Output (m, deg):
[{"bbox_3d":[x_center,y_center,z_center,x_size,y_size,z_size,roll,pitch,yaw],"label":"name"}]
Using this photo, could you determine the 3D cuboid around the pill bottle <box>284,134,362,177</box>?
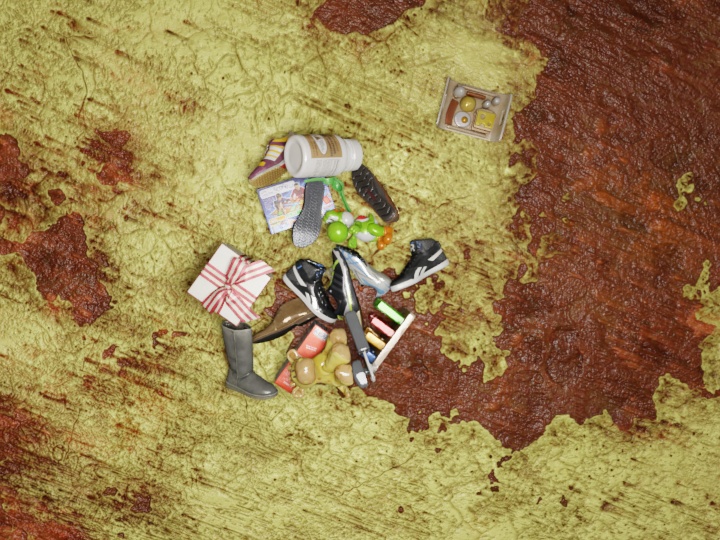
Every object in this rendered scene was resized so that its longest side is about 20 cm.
[{"bbox_3d":[-0.098,-0.316,1.604,0.200,0.114,0.115,-10,94,-36],"label":"pill bottle"}]

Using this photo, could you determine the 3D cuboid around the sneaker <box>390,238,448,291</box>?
[{"bbox_3d":[0.150,-0.025,1.680,0.200,0.073,0.112,-27,91,-23],"label":"sneaker"}]

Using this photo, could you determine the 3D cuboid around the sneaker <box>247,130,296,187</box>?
[{"bbox_3d":[-0.246,-0.315,1.642,0.200,0.075,0.090,-37,76,-18],"label":"sneaker"}]

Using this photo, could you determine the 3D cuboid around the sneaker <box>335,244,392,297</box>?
[{"bbox_3d":[0.000,0.000,1.685,0.200,0.072,0.073,40,102,-1],"label":"sneaker"}]

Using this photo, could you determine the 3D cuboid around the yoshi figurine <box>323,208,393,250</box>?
[{"bbox_3d":[-0.014,-0.104,1.650,0.200,0.112,0.113,18,112,-13],"label":"yoshi figurine"}]

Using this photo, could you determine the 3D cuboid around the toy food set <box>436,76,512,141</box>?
[{"bbox_3d":[0.331,-0.469,1.695,0.200,0.060,0.144,13,91,-5],"label":"toy food set"}]

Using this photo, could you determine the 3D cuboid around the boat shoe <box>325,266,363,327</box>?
[{"bbox_3d":[-0.042,0.081,1.687,0.063,0.073,0.200,-19,83,2],"label":"boat shoe"}]

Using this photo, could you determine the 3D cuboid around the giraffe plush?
[{"bbox_3d":[-0.114,0.260,1.562,0.162,0.200,0.173,-6,51,-9],"label":"giraffe plush"}]

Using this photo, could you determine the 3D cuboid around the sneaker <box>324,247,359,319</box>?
[{"bbox_3d":[-0.064,0.037,1.619,0.083,0.072,0.200,-15,84,2],"label":"sneaker"}]

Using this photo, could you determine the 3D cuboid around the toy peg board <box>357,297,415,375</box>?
[{"bbox_3d":[0.046,0.169,1.632,0.098,0.200,0.199,37,89,-2],"label":"toy peg board"}]

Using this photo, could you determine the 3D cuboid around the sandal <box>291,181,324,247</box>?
[{"bbox_3d":[-0.142,-0.157,1.646,0.076,0.043,0.200,17,81,-14],"label":"sandal"}]

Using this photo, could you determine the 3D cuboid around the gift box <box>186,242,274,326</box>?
[{"bbox_3d":[-0.335,0.036,1.596,0.200,0.187,0.185,31,90,-5],"label":"gift box"}]

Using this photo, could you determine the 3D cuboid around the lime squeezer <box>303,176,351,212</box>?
[{"bbox_3d":[-0.086,-0.234,1.643,0.200,0.038,0.071,31,80,-46],"label":"lime squeezer"}]

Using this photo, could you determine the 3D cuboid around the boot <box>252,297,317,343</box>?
[{"bbox_3d":[-0.229,0.146,1.678,0.200,0.074,0.076,-27,79,-10],"label":"boot"}]

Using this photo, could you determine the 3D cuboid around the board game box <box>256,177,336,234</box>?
[{"bbox_3d":[-0.182,-0.197,1.673,0.200,0.034,0.136,-18,94,-5],"label":"board game box"}]

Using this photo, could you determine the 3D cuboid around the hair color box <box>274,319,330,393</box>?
[{"bbox_3d":[-0.163,0.243,1.664,0.061,0.102,0.200,35,90,-7],"label":"hair color box"}]

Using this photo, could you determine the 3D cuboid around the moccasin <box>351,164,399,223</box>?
[{"bbox_3d":[0.046,-0.222,1.676,0.074,0.078,0.201,-45,77,14],"label":"moccasin"}]

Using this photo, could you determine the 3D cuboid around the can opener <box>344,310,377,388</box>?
[{"bbox_3d":[-0.005,0.203,1.519,0.066,0.053,0.200,-15,69,-6],"label":"can opener"}]

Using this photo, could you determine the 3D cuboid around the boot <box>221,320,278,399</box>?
[{"bbox_3d":[-0.309,0.249,1.627,0.182,0.073,0.200,11,105,16],"label":"boot"}]

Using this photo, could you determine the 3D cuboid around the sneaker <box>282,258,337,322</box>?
[{"bbox_3d":[-0.117,0.050,1.659,0.200,0.073,0.112,43,107,-4],"label":"sneaker"}]
